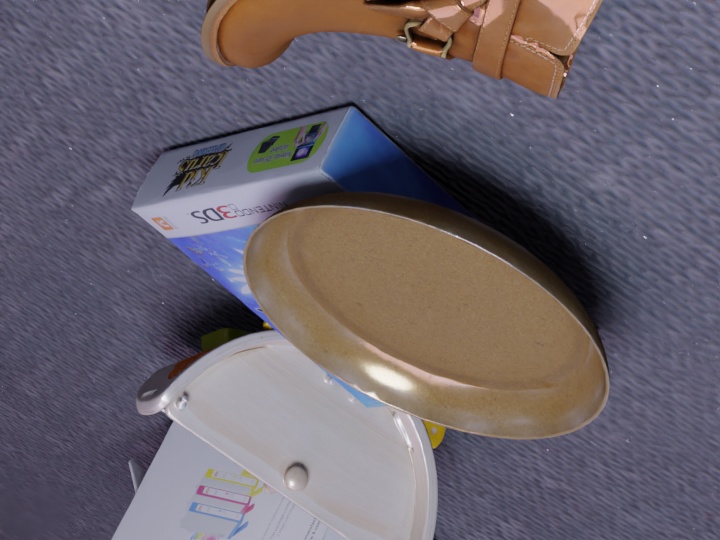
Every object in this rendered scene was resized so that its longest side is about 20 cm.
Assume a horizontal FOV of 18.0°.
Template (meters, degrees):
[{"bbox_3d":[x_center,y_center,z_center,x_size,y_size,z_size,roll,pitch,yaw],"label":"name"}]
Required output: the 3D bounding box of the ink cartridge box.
[{"bbox_3d":[-0.073,0.198,1.598,0.199,0.126,0.129,7,149,37],"label":"ink cartridge box"}]

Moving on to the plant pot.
[{"bbox_3d":[0.036,0.020,1.156,0.199,0.028,0.201,20,151,11],"label":"plant pot"}]

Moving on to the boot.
[{"bbox_3d":[0.018,-0.113,0.970,0.154,0.074,0.200,25,158,-3],"label":"boot"}]

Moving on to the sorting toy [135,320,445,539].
[{"bbox_3d":[-0.055,0.097,1.432,0.199,0.107,0.180,36,162,-19],"label":"sorting toy"}]

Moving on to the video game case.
[{"bbox_3d":[0.000,0.000,1.237,0.200,0.046,0.181,41,153,-26],"label":"video game case"}]
